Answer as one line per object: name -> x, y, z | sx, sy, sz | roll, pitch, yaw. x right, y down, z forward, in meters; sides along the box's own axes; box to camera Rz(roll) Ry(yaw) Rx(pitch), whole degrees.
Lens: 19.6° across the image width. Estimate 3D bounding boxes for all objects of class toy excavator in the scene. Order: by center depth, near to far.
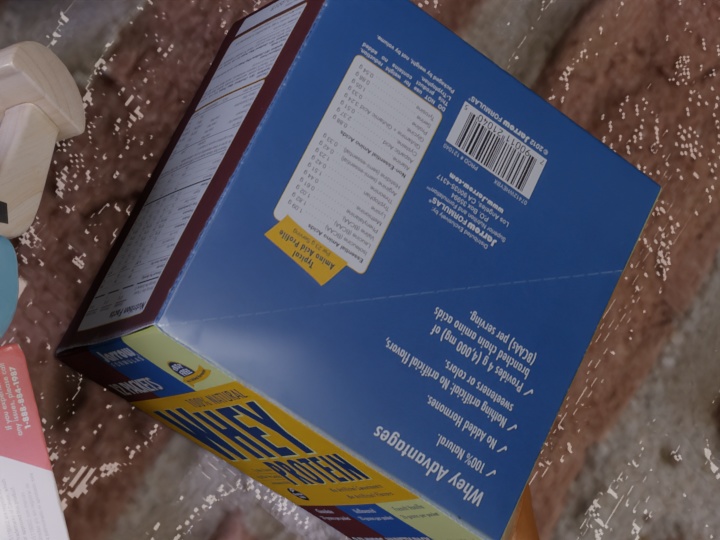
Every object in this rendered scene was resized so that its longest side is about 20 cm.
toy excavator -> -0.187, -0.019, 0.896 | 0.200, 0.100, 0.195 | 19, 59, -61

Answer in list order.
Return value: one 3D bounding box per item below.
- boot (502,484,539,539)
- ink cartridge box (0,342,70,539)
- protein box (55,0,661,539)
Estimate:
boot -> 0.093, 0.187, 1.053 | 0.155, 0.077, 0.200 | 42, 28, -38
ink cartridge box -> -0.236, 0.112, 0.906 | 0.200, 0.067, 0.117 | -13, 89, -29
protein box -> 0.000, 0.000, 1.001 | 0.198, 0.135, 0.200 | 34, 70, -19
